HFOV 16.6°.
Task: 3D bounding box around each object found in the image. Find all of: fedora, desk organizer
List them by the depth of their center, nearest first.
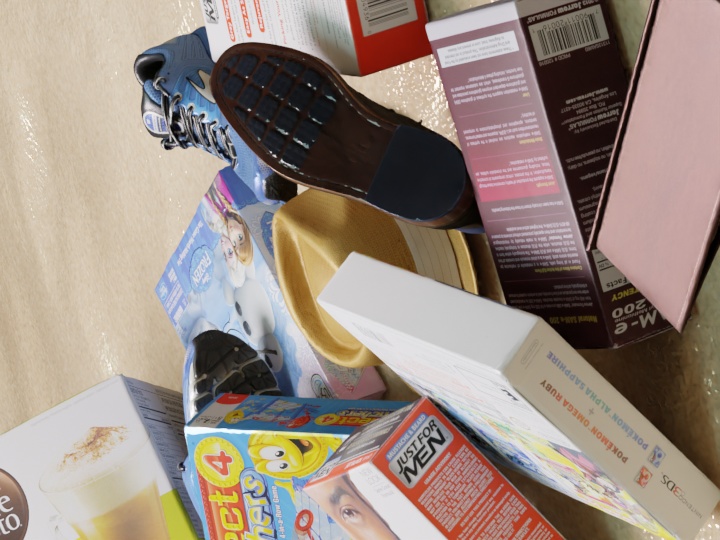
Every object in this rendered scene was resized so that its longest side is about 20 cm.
[{"bbox_3d":[0.182,-0.070,1.245,0.077,0.072,0.200,48,146,33],"label":"desk organizer"},{"bbox_3d":[0.000,0.000,1.615,0.201,0.082,0.201,40,139,46],"label":"fedora"}]

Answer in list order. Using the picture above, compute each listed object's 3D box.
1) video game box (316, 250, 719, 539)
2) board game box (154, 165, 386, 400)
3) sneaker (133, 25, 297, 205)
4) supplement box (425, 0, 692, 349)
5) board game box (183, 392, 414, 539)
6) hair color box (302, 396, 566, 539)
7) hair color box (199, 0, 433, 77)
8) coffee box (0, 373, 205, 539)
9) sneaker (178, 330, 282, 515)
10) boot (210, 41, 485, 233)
[{"bbox_3d":[0.091,0.073,1.435,0.182,0.047,0.200,45,167,-31],"label":"video game box"},{"bbox_3d":[-0.072,0.049,1.825,0.199,0.043,0.200,60,152,16],"label":"board game box"},{"bbox_3d":[-0.103,-0.101,1.711,0.200,0.089,0.079,-129,31,-50],"label":"sneaker"},{"bbox_3d":[0.112,-0.057,1.394,0.109,0.061,0.201,-3,104,64],"label":"supplement box"},{"bbox_3d":[-0.008,0.188,1.681,0.195,0.056,0.201,0,112,27],"label":"board game box"},{"bbox_3d":[0.069,0.178,1.542,0.200,0.064,0.111,46,154,-6],"label":"hair color box"},{"bbox_3d":[-0.036,-0.184,1.587,0.200,0.061,0.102,14,119,58],"label":"hair color box"},{"bbox_3d":[-0.209,0.216,1.941,0.198,0.199,0.200,64,-173,11],"label":"coffee box"},{"bbox_3d":[-0.102,0.133,1.791,0.089,0.078,0.201,26,132,48],"label":"sneaker"},{"bbox_3d":[-0.001,-0.074,1.514,0.200,0.097,0.075,33,93,28],"label":"boot"}]
